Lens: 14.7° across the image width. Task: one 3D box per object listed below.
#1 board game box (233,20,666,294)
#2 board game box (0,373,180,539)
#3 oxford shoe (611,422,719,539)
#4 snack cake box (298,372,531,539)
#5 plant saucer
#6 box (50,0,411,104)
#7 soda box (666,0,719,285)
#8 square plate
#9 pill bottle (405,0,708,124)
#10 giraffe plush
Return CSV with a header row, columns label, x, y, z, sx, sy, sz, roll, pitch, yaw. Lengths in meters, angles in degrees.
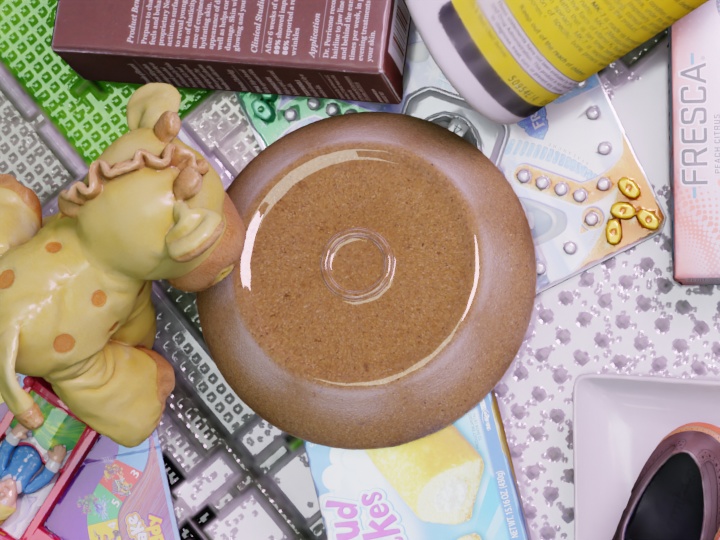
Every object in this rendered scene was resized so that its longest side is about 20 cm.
label,x,y,z,sx,sy,sz,roll,pitch,yaw
board game box,0.050,-0.072,1.637,0.199,0.026,0.201,-26,87,4
board game box,-0.196,0.123,1.647,0.157,0.039,0.201,-12,88,5
oxford shoe,0.154,0.182,1.545,0.071,0.072,0.201,17,98,18
snack cake box,0.042,0.165,1.611,0.114,0.067,0.201,-15,87,4
plant saucer,0.000,0.000,1.587,0.199,0.035,0.201,-2,75,9
box,-0.070,-0.158,1.610,0.199,0.075,0.101,6,79,11
soda box,0.211,-0.092,1.604,0.068,0.064,0.201,-1,89,5
square plate,0.217,0.160,1.575,0.197,0.028,0.201,1,93,20
pill bottle,0.131,-0.177,1.537,0.199,0.114,0.115,-32,86,21
giraffe plush,-0.137,-0.015,1.551,0.162,0.200,0.173,-39,75,16
